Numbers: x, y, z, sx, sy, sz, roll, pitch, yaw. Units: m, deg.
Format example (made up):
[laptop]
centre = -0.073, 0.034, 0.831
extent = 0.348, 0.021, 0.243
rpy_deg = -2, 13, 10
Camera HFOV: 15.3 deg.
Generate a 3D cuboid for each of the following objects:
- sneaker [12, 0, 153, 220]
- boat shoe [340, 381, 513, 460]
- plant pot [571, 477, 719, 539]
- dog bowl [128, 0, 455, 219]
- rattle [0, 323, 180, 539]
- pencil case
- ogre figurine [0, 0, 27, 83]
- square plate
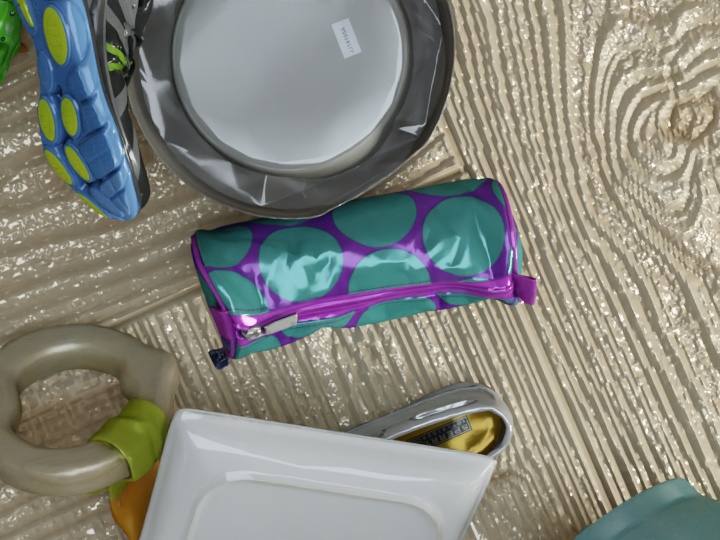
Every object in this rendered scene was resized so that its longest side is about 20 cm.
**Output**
[sneaker]
centre = -0.150, -0.125, 1.568
extent = 0.083, 0.071, 0.200
rpy_deg = -23, 108, -40
[boat shoe]
centre = 0.006, 0.133, 1.669
extent = 0.200, 0.070, 0.071
rpy_deg = -25, 98, -4
[plant pot]
centre = 0.190, 0.213, 1.652
extent = 0.200, 0.200, 0.134
rpy_deg = -34, 71, -2
[dog bowl]
centre = -0.041, -0.130, 1.626
extent = 0.200, 0.059, 0.200
rpy_deg = 0, 90, 4
[rattle]
centre = -0.208, 0.104, 1.663
extent = 0.200, 0.143, 0.130
rpy_deg = 0, 63, 8
[pencil case]
centre = 0.000, 0.000, 1.643
extent = 0.200, 0.092, 0.085
rpy_deg = -12, 132, -7
[ogre figurine]
centre = -0.261, -0.146, 1.599
extent = 0.120, 0.098, 0.200
rpy_deg = 22, 81, 3
[square plate]
centre = -0.038, 0.178, 1.635
extent = 0.198, 0.028, 0.200
rpy_deg = 10, 126, -12
